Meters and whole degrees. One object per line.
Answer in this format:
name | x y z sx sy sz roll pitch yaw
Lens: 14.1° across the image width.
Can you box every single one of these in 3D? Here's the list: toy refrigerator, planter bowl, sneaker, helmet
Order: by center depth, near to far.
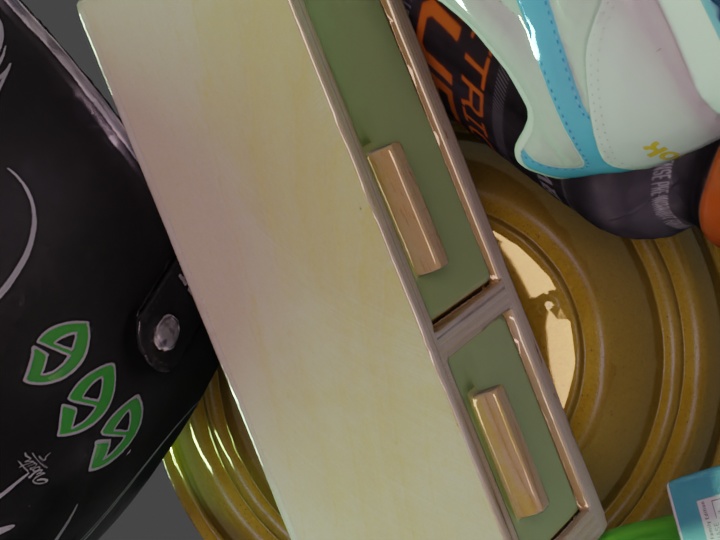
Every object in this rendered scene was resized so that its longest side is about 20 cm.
sneaker | 0.038 -0.118 0.754 0.080 0.076 0.201 -23 94 31
toy refrigerator | 0.000 0.000 0.823 0.070 0.076 0.201 -19 96 25
helmet | -0.151 0.017 0.871 0.190 0.200 0.200 -39 86 -9
planter bowl | 0.025 0.027 0.919 0.199 0.083 0.202 0 87 4

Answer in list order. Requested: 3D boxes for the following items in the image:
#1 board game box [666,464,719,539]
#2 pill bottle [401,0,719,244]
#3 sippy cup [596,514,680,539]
board game box | 0.186 0.116 0.853 0.047 0.199 0.152 -21 80 44
pill bottle | 0.068 -0.081 0.870 0.200 0.106 0.106 38 91 28
sippy cup | 0.101 0.168 0.891 0.129 0.178 0.140 -2 59 -7
